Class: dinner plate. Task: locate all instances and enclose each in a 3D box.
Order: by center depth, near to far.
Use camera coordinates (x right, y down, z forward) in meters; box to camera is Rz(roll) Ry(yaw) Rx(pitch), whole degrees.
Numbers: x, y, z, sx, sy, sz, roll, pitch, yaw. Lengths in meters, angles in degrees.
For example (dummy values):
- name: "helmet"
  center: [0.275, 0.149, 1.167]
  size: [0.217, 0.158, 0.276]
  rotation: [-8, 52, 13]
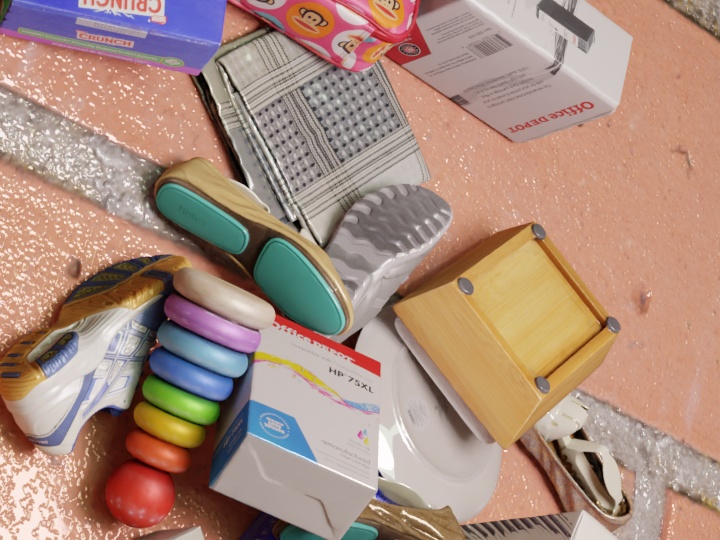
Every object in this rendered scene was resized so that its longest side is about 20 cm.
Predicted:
- name: "dinner plate"
  center: [0.066, 0.122, 1.707]
  size: [0.200, 0.024, 0.201]
  rotation: [26, 52, -39]

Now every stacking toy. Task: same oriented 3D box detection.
- name: "stacking toy"
  center: [-0.143, 0.103, 1.501]
  size: [0.085, 0.085, 0.201]
  rotation: [24, 91, -32]

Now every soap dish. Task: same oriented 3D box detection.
- name: "soap dish"
  center: [0.135, 0.050, 1.728]
  size: [0.158, 0.081, 0.200]
  rotation: [52, 37, 4]

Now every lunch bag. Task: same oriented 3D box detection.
- name: "lunch bag"
  center: [-0.037, -0.287, 1.699]
  size: [0.199, 0.082, 0.177]
  rotation: [28, 52, -24]

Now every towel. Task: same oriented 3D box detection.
- name: "towel"
  center: [-0.038, -0.128, 1.702]
  size: [0.200, 0.034, 0.194]
  rotation: [-31, 100, -38]

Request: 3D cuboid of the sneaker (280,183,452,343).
- name: "sneaker"
  center: [0.000, 0.000, 1.678]
  size: [0.075, 0.082, 0.200]
  rotation: [40, 61, 19]

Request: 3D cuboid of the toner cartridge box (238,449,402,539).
- name: "toner cartridge box"
  center: [-0.041, 0.227, 1.614]
  size: [0.095, 0.043, 0.200]
  rotation: [53, 53, -18]

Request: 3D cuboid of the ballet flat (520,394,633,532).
- name: "ballet flat"
  center: [0.194, 0.157, 1.804]
  size: [0.068, 0.067, 0.201]
  rotation: [-46, 109, -38]

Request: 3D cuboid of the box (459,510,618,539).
- name: "box"
  center: [0.131, 0.258, 1.643]
  size: [0.082, 0.199, 0.069]
  rotation: [42, 55, -27]

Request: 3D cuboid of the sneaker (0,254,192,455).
- name: "sneaker"
  center: [-0.199, 0.064, 1.517]
  size: [0.200, 0.075, 0.089]
  rotation: [-41, 123, -36]

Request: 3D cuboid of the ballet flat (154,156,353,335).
- name: "ballet flat"
  center: [-0.076, -0.027, 1.594]
  size: [0.200, 0.069, 0.063]
  rotation: [38, 41, 3]

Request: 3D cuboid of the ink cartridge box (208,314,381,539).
- name: "ink cartridge box"
  center: [-0.048, 0.108, 1.546]
  size: [0.116, 0.067, 0.201]
  rotation: [25, 32, -16]

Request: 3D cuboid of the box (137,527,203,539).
- name: "box"
  center: [-0.138, 0.305, 1.491]
  size: [0.082, 0.068, 0.201]
  rotation: [-22, 95, -40]

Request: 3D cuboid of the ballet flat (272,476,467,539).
- name: "ballet flat"
  center: [0.007, 0.201, 1.595]
  size: [0.199, 0.068, 0.073]
  rotation: [15, 50, -34]

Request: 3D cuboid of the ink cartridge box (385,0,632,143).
- name: "ink cartridge box"
  center: [0.129, -0.211, 1.784]
  size: [0.199, 0.144, 0.084]
  rotation: [32, 62, -30]

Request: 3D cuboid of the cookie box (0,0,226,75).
- name: "cookie box"
  center: [-0.189, -0.274, 1.554]
  size: [0.170, 0.075, 0.202]
  rotation: [11, 71, -15]
